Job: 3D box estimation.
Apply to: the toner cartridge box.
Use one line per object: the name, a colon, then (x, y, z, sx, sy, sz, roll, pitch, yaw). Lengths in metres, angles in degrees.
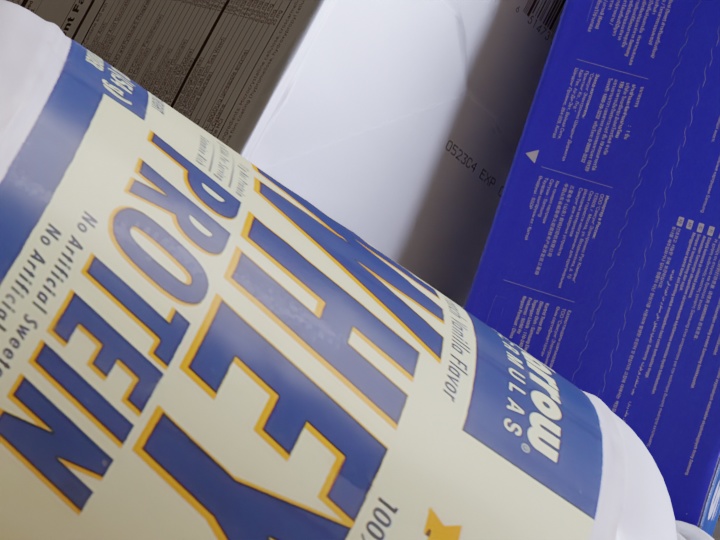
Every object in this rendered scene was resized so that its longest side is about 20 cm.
toner cartridge box: (0.097, -0.022, 0.742, 0.094, 0.201, 0.043, 18, -4, 16)

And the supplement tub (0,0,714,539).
supplement tub: (-0.031, 0.059, 0.444, 0.199, 0.145, 0.145, 34, 2, -13)

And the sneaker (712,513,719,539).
sneaker: (0.145, 0.059, 0.820, 0.199, 0.085, 0.075, 19, -3, 25)

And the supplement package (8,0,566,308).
supplement package: (-0.018, -0.069, 0.835, 0.199, 0.148, 0.191, 19, -13, 45)
